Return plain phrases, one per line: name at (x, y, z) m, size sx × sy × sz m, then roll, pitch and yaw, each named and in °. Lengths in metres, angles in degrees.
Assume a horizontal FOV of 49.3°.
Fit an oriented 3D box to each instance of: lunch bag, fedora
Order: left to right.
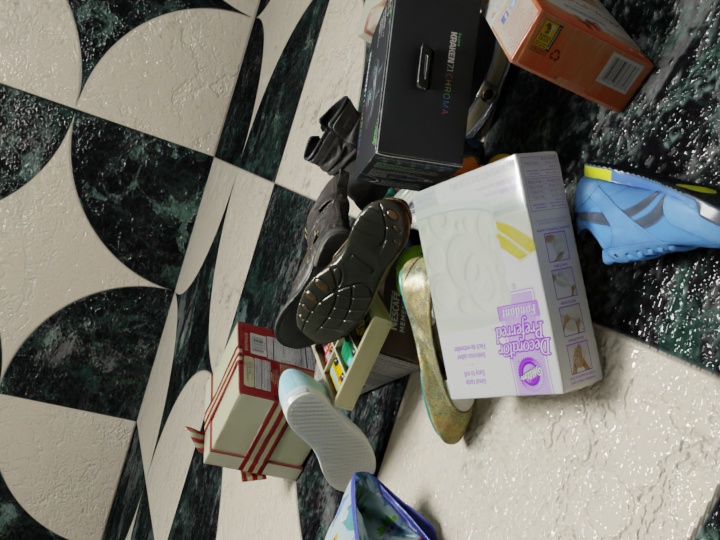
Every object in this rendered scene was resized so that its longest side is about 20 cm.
lunch bag at (0.007, 0.343, 0.825) m, size 0.173 × 0.125 × 0.201 m, roll -66°, pitch 32°, yaw 20°
fedora at (0.115, -0.258, 1.012) m, size 0.201 × 0.090 × 0.204 m, roll -50°, pitch 31°, yaw 46°

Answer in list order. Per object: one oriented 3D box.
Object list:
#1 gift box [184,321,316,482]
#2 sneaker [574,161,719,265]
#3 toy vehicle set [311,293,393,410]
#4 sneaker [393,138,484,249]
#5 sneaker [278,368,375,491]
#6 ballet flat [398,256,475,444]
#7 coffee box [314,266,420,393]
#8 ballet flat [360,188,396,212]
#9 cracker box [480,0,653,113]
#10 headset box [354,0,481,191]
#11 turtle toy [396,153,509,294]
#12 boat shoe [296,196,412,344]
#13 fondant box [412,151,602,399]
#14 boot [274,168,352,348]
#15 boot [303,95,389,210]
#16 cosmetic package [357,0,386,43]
gift box at (-0.169, 0.210, 1.267) m, size 0.186 × 0.196 × 0.189 m, roll -96°, pitch 29°, yaw -54°
sneaker at (0.235, -0.034, 0.616) m, size 0.200 × 0.064 × 0.081 m, roll -140°, pitch 56°, yaw -67°
toy vehicle set at (-0.020, 0.067, 0.996) m, size 0.126 × 0.026 × 0.201 m, roll -66°, pitch 23°, yaw 18°
sneaker at (0.102, -0.086, 0.978) m, size 0.201 × 0.075 × 0.087 m, roll 125°, pitch 143°, yaw -56°
sneaker at (-0.041, 0.195, 0.989) m, size 0.073 × 0.202 × 0.082 m, roll -28°, pitch 36°, yaw -2°
ballet flat at (0.091, 0.084, 0.808) m, size 0.070 × 0.069 × 0.205 m, roll 3°, pitch 108°, yaw 68°
coffee box at (0.016, 0.085, 1.040) m, size 0.199 × 0.078 × 0.116 m, roll -36°, pitch 42°, yaw 57°
ballet flat at (0.036, -0.075, 1.143) m, size 0.202 × 0.074 × 0.065 m, roll -97°, pitch 1°, yaw -53°
cracker box at (0.187, -0.250, 0.774) m, size 0.058 × 0.131 × 0.202 m, roll -58°, pitch 27°, yaw 33°
headset box at (0.057, -0.188, 0.830) m, size 0.200 × 0.090 × 0.179 m, roll 175°, pitch 102°, yaw -83°
turtle toy at (0.112, -0.036, 0.857) m, size 0.202 × 0.099 × 0.148 m, roll -59°, pitch 26°, yaw 34°
boat shoe at (0.000, 0.000, 0.903) m, size 0.201 × 0.075 × 0.074 m, roll -52°, pitch -3°, yaw 26°
fondant box at (0.129, 0.010, 0.717) m, size 0.143 × 0.057 × 0.205 m, roll -16°, pitch 85°, yaw 54°
boot at (-0.054, -0.016, 1.035) m, size 0.202 × 0.068 × 0.175 m, roll -59°, pitch 20°, yaw 22°
boot at (0.019, -0.198, 1.096) m, size 0.202 × 0.131 × 0.069 m, roll -55°, pitch 24°, yaw -17°
cosmetic package at (0.081, -0.395, 1.182) m, size 0.199 × 0.101 × 0.089 m, roll 8°, pitch 81°, yaw 70°
